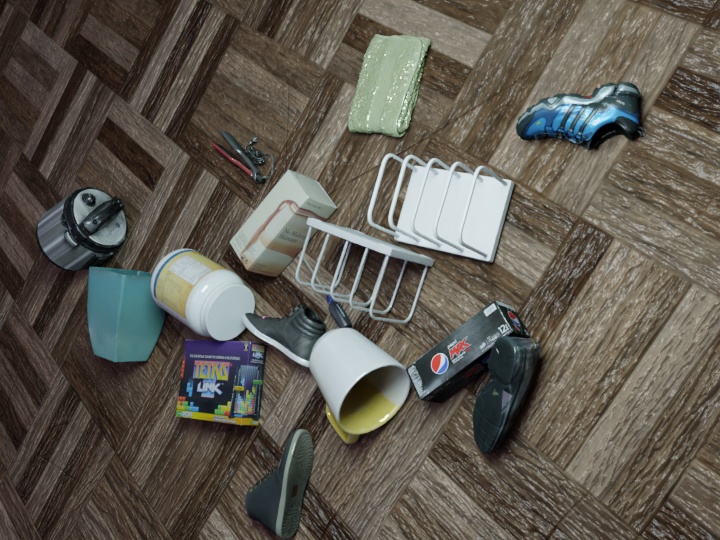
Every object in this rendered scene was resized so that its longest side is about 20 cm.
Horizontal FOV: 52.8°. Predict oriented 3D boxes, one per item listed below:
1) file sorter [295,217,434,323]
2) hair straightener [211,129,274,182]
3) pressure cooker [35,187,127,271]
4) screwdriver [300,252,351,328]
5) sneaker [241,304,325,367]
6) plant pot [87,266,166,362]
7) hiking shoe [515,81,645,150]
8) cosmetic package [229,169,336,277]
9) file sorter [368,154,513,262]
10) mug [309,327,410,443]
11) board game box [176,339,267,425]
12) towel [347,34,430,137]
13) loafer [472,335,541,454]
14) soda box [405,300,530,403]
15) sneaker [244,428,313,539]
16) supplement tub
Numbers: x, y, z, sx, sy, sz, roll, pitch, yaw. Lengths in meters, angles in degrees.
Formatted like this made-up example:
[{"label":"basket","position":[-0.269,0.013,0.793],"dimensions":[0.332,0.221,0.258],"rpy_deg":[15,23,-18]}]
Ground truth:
[{"label":"file sorter","position":[0.000,0.000,1.300],"dimensions":[0.199,0.138,0.126],"rpy_deg":[23,96,37]},{"label":"hair straightener","position":[-0.253,-0.261,1.604],"dimensions":[0.200,0.041,0.077],"rpy_deg":[43,105,35]},{"label":"pressure cooker","position":[-0.680,-0.107,1.797],"dimensions":[0.199,0.178,0.177],"rpy_deg":[-26,62,29]},{"label":"screwdriver","position":[-0.068,0.035,1.410],"dimensions":[0.029,0.028,0.201],"rpy_deg":[-26,60,-5]},{"label":"sneaker","position":[-0.145,0.104,1.427],"dimensions":[0.199,0.071,0.100],"rpy_deg":[27,94,31]},{"label":"plant pot","position":[-0.539,0.104,1.675],"dimensions":[0.140,0.141,0.202],"rpy_deg":[9,92,37]},{"label":"hiking shoe","position":[0.338,-0.231,1.142],"dimensions":[0.199,0.074,0.088],"rpy_deg":[-11,72,34]},{"label":"cosmetic package","position":[-0.155,-0.091,1.456],"dimensions":[0.200,0.103,0.087],"rpy_deg":[-49,58,19]},{"label":"file sorter","position":[0.129,-0.113,1.230],"dimensions":[0.199,0.124,0.140],"rpy_deg":[15,88,37]},{"label":"mug","position":[-0.026,0.194,1.274],"dimensions":[0.187,0.149,0.153],"rpy_deg":[-52,47,7]},{"label":"board game box","position":[-0.291,0.230,1.509],"dimensions":[0.199,0.057,0.167],"rpy_deg":[-3,79,36]},{"label":"towel","position":[0.051,-0.360,1.408],"dimensions":[0.147,0.036,0.202],"rpy_deg":[14,88,38]},{"label":"loafer","position":[0.230,0.196,1.126],"dimensions":[0.073,0.072,0.202],"rpy_deg":[46,128,51]},{"label":"soda box","position":[0.173,0.135,1.180],"dimensions":[0.200,0.071,0.064],"rpy_deg":[-40,56,23]},{"label":"sneaker","position":[-0.159,0.388,1.362],"dimensions":[0.105,0.075,0.202],"rpy_deg":[11,87,34]},{"label":"supplement tub","position":[-0.331,0.051,1.524],"dimensions":[0.199,0.144,0.146],"rpy_deg":[26,95,37]}]
